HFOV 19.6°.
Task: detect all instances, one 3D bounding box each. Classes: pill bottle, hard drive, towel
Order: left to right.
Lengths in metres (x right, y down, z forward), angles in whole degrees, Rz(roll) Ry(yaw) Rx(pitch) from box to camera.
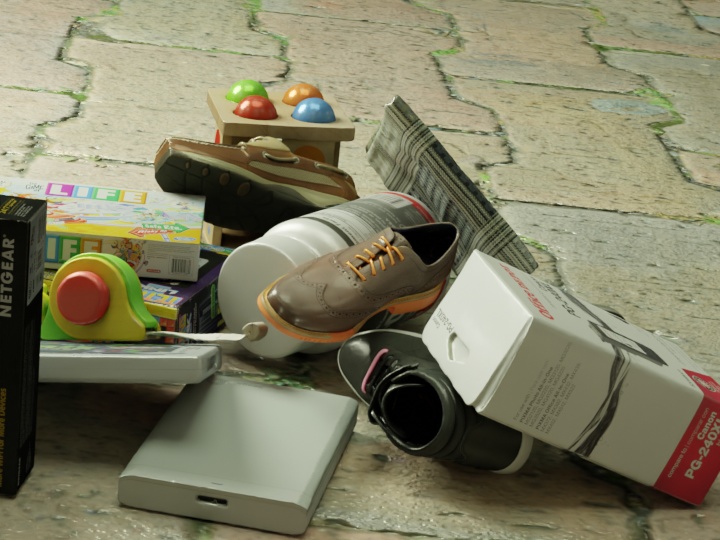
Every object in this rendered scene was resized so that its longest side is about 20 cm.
[{"bbox_3d":[-0.083,0.128,1.497,0.132,0.026,0.200,9,19,8],"label":"hard drive"},{"bbox_3d":[-0.021,0.005,1.746,0.114,0.114,0.200,18,22,31],"label":"pill bottle"},{"bbox_3d":[0.070,-0.052,1.812,0.035,0.193,0.200,-39,-4,-10],"label":"towel"}]

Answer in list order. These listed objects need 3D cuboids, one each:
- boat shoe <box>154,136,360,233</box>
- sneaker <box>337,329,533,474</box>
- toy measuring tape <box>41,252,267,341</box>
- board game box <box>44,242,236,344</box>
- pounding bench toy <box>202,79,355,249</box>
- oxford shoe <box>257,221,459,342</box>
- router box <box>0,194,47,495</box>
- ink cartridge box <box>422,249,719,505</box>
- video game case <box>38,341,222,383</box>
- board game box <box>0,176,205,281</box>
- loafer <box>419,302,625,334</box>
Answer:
[{"bbox_3d":[-0.089,-0.079,1.857,0.200,0.076,0.074,19,49,-25],"label":"boat shoe"},{"bbox_3d":[0.031,0.086,1.553,0.099,0.071,0.200,20,8,-46],"label":"sneaker"},{"bbox_3d":[-0.170,0.020,1.618,0.200,0.074,0.074,0,16,15],"label":"toy measuring tape"},{"bbox_3d":[-0.214,0.013,1.753,0.200,0.057,0.165,12,21,16],"label":"board game box"},{"bbox_3d":[-0.088,-0.107,1.992,0.124,0.156,0.200,2,18,-12],"label":"pounding bench toy"},{"bbox_3d":[0.000,0.000,1.617,0.071,0.073,0.200,47,38,19],"label":"oxford shoe"},{"bbox_3d":[-0.297,0.042,1.405,0.157,0.200,0.052,7,20,5],"label":"router box"},{"bbox_3d":[0.163,0.077,1.534,0.200,0.083,0.145,25,12,-22],"label":"ink cartridge box"},{"bbox_3d":[-0.208,0.066,1.534,0.199,0.023,0.182,0,0,1],"label":"video game case"},{"bbox_3d":[-0.232,-0.037,1.750,0.199,0.034,0.134,5,19,-4],"label":"board game box"},{"bbox_3d":[0.146,0.061,1.716,0.200,0.072,0.063,0,26,-28],"label":"loafer"}]
